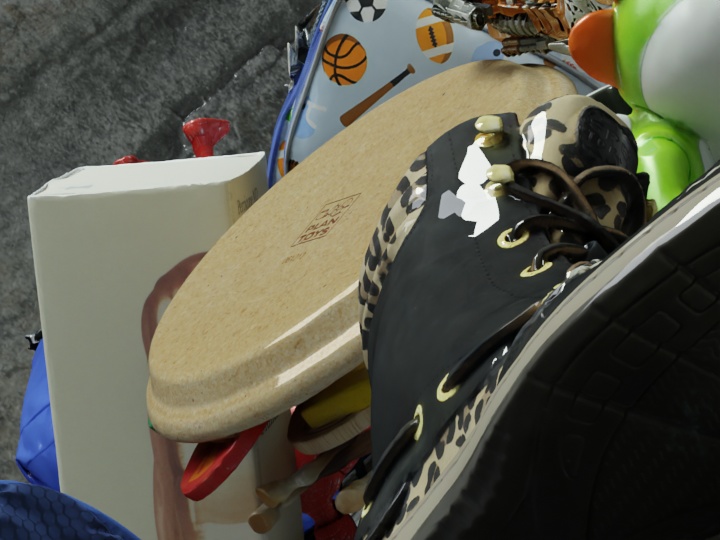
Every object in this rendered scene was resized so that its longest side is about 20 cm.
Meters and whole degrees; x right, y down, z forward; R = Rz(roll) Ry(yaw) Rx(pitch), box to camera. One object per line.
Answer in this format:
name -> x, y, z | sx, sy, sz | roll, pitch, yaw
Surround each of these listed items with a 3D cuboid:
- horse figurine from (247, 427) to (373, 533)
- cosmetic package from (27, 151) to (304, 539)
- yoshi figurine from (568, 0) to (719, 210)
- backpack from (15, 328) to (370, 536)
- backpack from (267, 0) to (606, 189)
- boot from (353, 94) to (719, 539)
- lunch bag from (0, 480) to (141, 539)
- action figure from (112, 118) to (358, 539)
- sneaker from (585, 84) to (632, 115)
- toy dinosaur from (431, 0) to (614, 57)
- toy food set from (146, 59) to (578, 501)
horse figurine -> 0.031, 0.045, 0.997 | 0.133, 0.050, 0.200 | -44, 18, -19
cosmetic package -> -0.076, 0.058, 1.166 | 0.087, 0.201, 0.103 | -5, 10, 8
yoshi figurine -> 0.104, -0.017, 0.822 | 0.112, 0.112, 0.201 | 25, -84, -51
backpack -> -0.059, 0.064, 1.448 | 0.200, 0.162, 0.168 | -46, 31, 29
backpack -> 0.051, -0.060, 1.223 | 0.154, 0.199, 0.191 | -45, -20, -52
boot -> 0.057, 0.007, 0.687 | 0.200, 0.073, 0.151 | -54, 20, 31
lunch bag -> -0.080, 0.151, 0.501 | 0.132, 0.136, 0.200 | -47, 4, 26
action figure -> -0.037, 0.036, 1.268 | 0.065, 0.201, 0.099 | -26, -12, 17
sneaker -> 0.114, -0.037, 0.937 | 0.200, 0.078, 0.090 | -36, -2, -20
toy dinosaur -> 0.082, -0.122, 1.039 | 0.135, 0.103, 0.200 | -19, 38, -12
toy food set -> 0.000, 0.000, 1.007 | 0.199, 0.049, 0.198 | -25, 22, 38
